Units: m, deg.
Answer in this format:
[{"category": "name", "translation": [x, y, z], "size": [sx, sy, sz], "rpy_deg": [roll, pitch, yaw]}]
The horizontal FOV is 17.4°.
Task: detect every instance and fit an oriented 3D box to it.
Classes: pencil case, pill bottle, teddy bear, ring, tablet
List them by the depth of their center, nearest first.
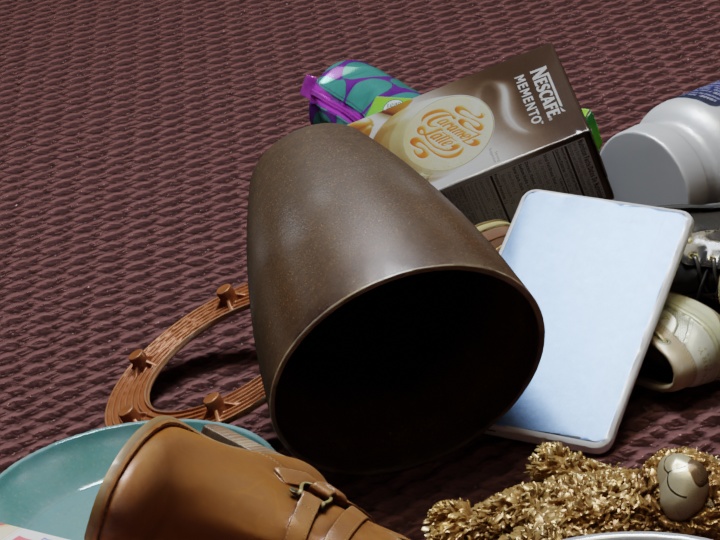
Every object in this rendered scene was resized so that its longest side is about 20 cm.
[{"category": "teddy bear", "translation": [0.134, 0.150, 1.399], "size": [0.200, 0.067, 0.145], "rpy_deg": [-4, 25, 13]}, {"category": "tablet", "translation": [0.141, 0.032, 1.620], "size": [0.130, 0.014, 0.200], "rpy_deg": [10, 58, 25]}, {"category": "ring", "translation": [-0.098, 0.056, 1.685], "size": [0.200, 0.019, 0.200], "rpy_deg": [-26, 24, 12]}, {"category": "pill bottle", "translation": [0.285, -0.090, 1.854], "size": [0.200, 0.116, 0.116], "rpy_deg": [-21, 25, -38]}, {"category": "pencil case", "translation": [0.023, -0.128, 2.095], "size": [0.092, 0.085, 0.200], "rpy_deg": [13, 11, -26]}]

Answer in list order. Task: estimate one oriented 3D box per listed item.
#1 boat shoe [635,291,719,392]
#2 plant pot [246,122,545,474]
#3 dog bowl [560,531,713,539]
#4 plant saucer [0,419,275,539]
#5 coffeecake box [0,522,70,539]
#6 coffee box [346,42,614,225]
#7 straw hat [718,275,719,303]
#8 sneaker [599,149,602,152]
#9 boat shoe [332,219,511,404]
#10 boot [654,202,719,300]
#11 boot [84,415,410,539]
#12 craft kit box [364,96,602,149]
[{"category": "boat shoe", "translation": [0.169, 0.037, 1.662], "size": [0.065, 0.072, 0.200], "rpy_deg": [-23, 32, -35]}, {"category": "plant pot", "translation": [0.000, 0.000, 1.568], "size": [0.187, 0.187, 0.200], "rpy_deg": [-13, 46, -13]}, {"category": "dog bowl", "translation": [0.135, 0.216, 1.218], "size": [0.200, 0.079, 0.200], "rpy_deg": [-7, 23, 3]}, {"category": "plant saucer", "translation": [-0.148, 0.156, 1.525], "size": [0.200, 0.036, 0.200], "rpy_deg": [-7, 22, 3]}, {"category": "coffeecake box", "translation": [-0.227, 0.226, 1.330], "size": [0.153, 0.073, 0.200], "rpy_deg": [8, 26, 35]}, {"category": "coffee box", "translation": [0.076, -0.077, 1.780], "size": [0.200, 0.080, 0.114], "rpy_deg": [-22, 44, 5]}, {"category": "straw hat", "translation": [0.289, 0.013, 1.592], "size": [0.201, 0.201, 0.085], "rpy_deg": [-28, 0, -40]}, {"category": "sneaker", "translation": [0.140, -0.092, 1.932], "size": [0.200, 0.075, 0.106], "rpy_deg": [-6, 49, 8]}, {"category": "boat shoe", "translation": [0.053, 0.043, 1.667], "size": [0.200, 0.072, 0.068], "rpy_deg": [-40, 52, -22]}, {"category": "boot", "translation": [0.277, 0.010, 1.700], "size": [0.200, 0.069, 0.174], "rpy_deg": [-21, 32, -12]}, {"category": "boot", "translation": [-0.060, 0.153, 1.370], "size": [0.155, 0.077, 0.200], "rpy_deg": [28, 7, 19]}, {"category": "craft kit box", "translation": [0.063, -0.052, 1.852], "size": [0.200, 0.049, 0.198], "rpy_deg": [6, 53, 31]}]
